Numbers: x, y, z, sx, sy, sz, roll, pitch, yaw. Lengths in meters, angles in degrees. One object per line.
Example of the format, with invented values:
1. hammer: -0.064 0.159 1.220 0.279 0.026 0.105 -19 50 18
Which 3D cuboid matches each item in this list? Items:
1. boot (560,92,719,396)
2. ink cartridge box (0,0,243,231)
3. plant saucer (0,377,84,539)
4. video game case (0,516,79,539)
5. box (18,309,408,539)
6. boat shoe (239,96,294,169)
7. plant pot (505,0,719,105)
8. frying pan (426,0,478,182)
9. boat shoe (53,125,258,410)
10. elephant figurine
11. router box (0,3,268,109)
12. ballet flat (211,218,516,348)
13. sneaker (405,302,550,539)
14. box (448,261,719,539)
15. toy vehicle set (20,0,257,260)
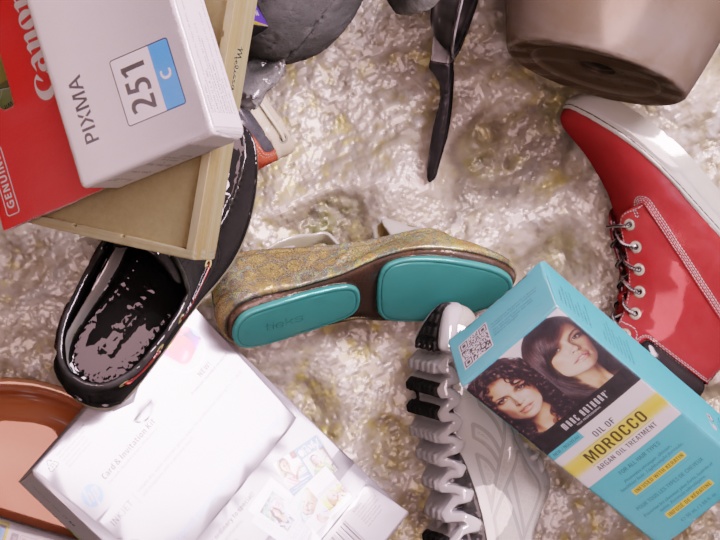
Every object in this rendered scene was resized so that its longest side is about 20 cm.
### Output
1. boot: 0.172 -0.007 1.602 0.144 0.072 0.200 -44 96 -3
2. ink cartridge box: -0.176 -0.143 1.442 0.175 0.045 0.201 -21 83 24
3. plant saucer: -0.223 0.169 1.579 0.198 0.037 0.202 0 89 -4
4. video game case: -0.265 0.247 1.546 0.181 0.023 0.201 17 89 -4
5. box: -0.091 0.143 1.559 0.200 0.041 0.156 44 64 -7
6. boat shoe: -0.105 -0.154 1.579 0.062 0.071 0.201 -22 93 -9
7. plant pot: 0.167 -0.203 1.531 0.199 0.200 0.175 18 82 -4
8. frying pan: 0.063 -0.164 1.598 0.031 0.115 0.191 17 132 5
9. boat shoe: -0.121 -0.008 1.514 0.073 0.063 0.202 29 78 3
10. elephant figurine: -0.004 -0.219 1.512 0.199 0.141 0.156 -22 100 39
11. router box: -0.174 -0.170 1.525 0.199 0.052 0.158 -31 79 25
12. ballet flat: 0.000 0.000 1.589 0.198 0.071 0.071 -10 90 -13
13. sneaker: 0.077 0.116 1.592 0.080 0.075 0.202 -9 100 -14
14. box: 0.152 0.086 1.554 0.082 0.049 0.200 -41 121 18
15. toy vehicle set: -0.128 -0.115 1.459 0.123 0.026 0.202 14 98 25
